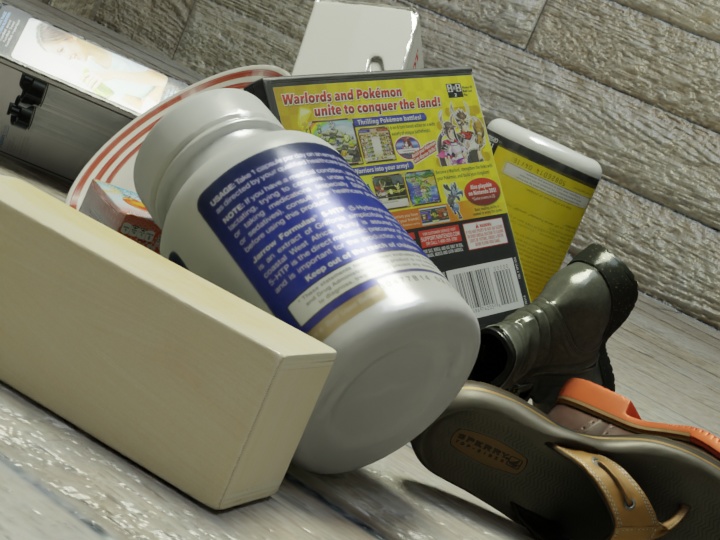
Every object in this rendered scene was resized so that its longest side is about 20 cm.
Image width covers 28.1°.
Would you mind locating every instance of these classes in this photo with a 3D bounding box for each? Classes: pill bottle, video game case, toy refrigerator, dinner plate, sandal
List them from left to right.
[{"bbox_3d":[-0.117,0.028,0.674,0.199,0.076,0.070,27,8,21],"label":"toy refrigerator"},{"bbox_3d":[-0.132,-0.085,1.072,0.024,0.200,0.200,57,-10,-29],"label":"dinner plate"},{"bbox_3d":[-0.038,-0.003,0.766,0.119,0.120,0.200,14,31,-52],"label":"pill bottle"},{"bbox_3d":[0.024,-0.039,0.935,0.199,0.183,0.025,-11,-5,-45],"label":"video game case"},{"bbox_3d":[0.127,-0.024,1.276,0.111,0.201,0.112,23,8,-3],"label":"pill bottle"},{"bbox_3d":[0.120,0.120,0.782,0.199,0.082,0.055,24,25,-8],"label":"sandal"}]

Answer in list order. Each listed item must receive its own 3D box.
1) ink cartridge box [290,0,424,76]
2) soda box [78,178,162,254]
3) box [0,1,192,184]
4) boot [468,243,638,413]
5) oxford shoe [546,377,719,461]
[{"bbox_3d":[-0.002,-0.080,1.073,0.084,0.147,0.201,9,-31,10],"label":"ink cartridge box"},{"bbox_3d":[-0.086,0.010,0.901,0.199,0.069,0.064,20,11,-35],"label":"soda box"},{"bbox_3d":[-0.230,-0.129,1.207,0.199,0.117,0.060,24,50,-11],"label":"box"},{"bbox_3d":[0.112,0.076,0.977,0.130,0.201,0.068,-33,58,-26],"label":"boot"},{"bbox_3d":[0.181,0.133,0.870,0.199,0.073,0.071,21,-22,53],"label":"oxford shoe"}]
